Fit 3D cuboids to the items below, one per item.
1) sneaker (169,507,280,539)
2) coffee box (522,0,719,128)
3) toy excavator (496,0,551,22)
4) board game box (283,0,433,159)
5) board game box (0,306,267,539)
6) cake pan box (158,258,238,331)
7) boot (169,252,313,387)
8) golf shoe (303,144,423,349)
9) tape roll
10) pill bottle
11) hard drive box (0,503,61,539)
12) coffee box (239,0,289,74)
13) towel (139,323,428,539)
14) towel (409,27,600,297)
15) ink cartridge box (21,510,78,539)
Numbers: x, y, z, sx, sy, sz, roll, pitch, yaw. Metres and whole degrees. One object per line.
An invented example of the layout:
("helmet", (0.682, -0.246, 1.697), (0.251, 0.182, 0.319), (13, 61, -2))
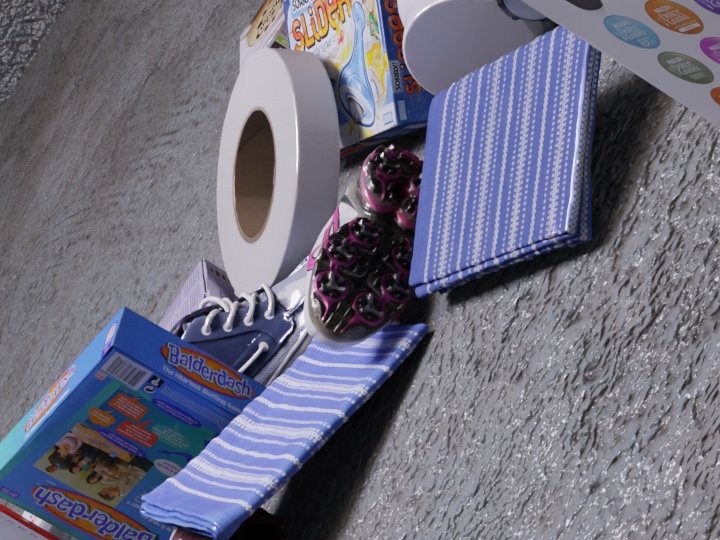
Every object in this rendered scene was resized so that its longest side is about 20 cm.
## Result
("sneaker", (-0.114, 0.235, 1.444), (0.200, 0.076, 0.115), (-63, 21, -12))
("coffee box", (0.214, -0.195, 1.048), (0.200, 0.198, 0.200), (-14, 48, 65))
("toy excavator", (0.185, -0.238, 1.322), (0.200, 0.194, 0.100), (99, -175, -49))
("board game box", (-0.003, -0.164, 1.694), (0.200, 0.034, 0.136), (164, 99, -68))
("board game box", (-0.163, 0.130, 1.608), (0.200, 0.152, 0.045), (-44, 23, 37))
("cake pan box", (-0.155, 0.096, 1.769), (0.184, 0.052, 0.200), (-58, 12, 8))
("boot", (-0.080, 0.041, 1.622), (0.200, 0.090, 0.073), (-57, 18, 9))
("golf shoe", (0.000, 0.000, 1.514), (0.092, 0.073, 0.200), (-54, 6, 36))
("tape roll", (-0.067, -0.073, 1.723), (0.203, 0.037, 0.203), (-176, 90, -68))
("pill bottle", (0.086, -0.212, 1.541), (0.116, 0.116, 0.200), (-45, 23, 37))
("hard drive box", (-0.250, 0.230, 1.570), (0.077, 0.156, 0.200), (-61, -5, -3))
("coffee box", (-0.020, -0.242, 1.920), (0.200, 0.080, 0.113), (-52, 18, 22))
("towel", (-0.054, 0.102, 1.468), (0.200, 0.024, 0.145), (-45, 17, -18))
("towel", (0.092, -0.067, 1.377), (0.200, 0.024, 0.145), (-22, 58, 60))
("ink cartridge box", (-0.313, 0.256, 1.970), (0.162, 0.050, 0.200), (-60, 21, -2))
